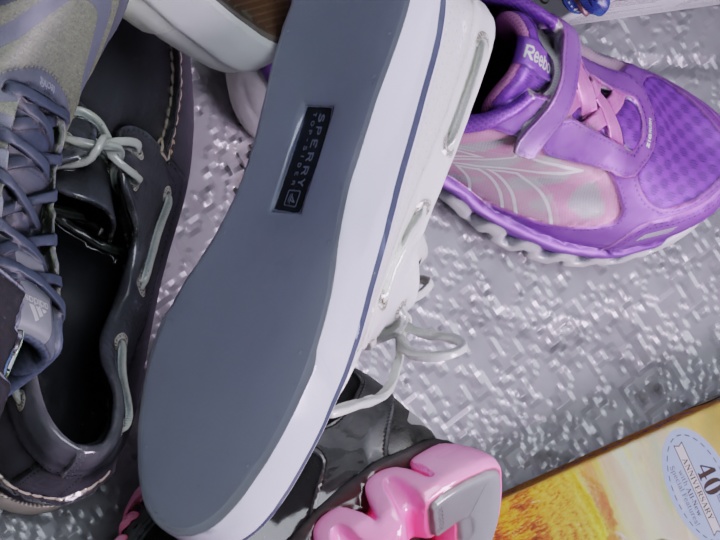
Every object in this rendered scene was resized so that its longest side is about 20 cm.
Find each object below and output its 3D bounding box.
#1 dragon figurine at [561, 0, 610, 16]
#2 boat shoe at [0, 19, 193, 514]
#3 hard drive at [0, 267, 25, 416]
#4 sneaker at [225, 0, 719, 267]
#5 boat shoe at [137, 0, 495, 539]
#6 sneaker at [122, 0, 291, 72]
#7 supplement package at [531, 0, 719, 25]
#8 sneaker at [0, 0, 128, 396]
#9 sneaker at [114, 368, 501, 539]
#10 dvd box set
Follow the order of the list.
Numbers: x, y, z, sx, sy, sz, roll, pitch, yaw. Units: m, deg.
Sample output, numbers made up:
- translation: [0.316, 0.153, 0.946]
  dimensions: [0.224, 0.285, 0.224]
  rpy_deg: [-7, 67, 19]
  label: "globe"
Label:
- translation: [0.019, -0.167, 1.004]
  dimensions: [0.200, 0.099, 0.059]
  rpy_deg: [49, 61, -4]
  label: "dragon figurine"
- translation: [-0.084, -0.021, 0.934]
  dimensions: [0.073, 0.063, 0.200]
  rpy_deg: [17, 69, -22]
  label: "boat shoe"
- translation: [-0.183, 0.083, 0.791]
  dimensions: [0.038, 0.140, 0.200]
  rpy_deg: [47, 56, -50]
  label: "hard drive"
- translation: [0.056, -0.059, 1.007]
  dimensions: [0.200, 0.088, 0.081]
  rpy_deg: [16, 69, -26]
  label: "sneaker"
- translation: [-0.003, -0.001, 0.918]
  dimensions: [0.086, 0.075, 0.202]
  rpy_deg: [26, 77, -45]
  label: "boat shoe"
- translation: [-0.113, -0.124, 0.931]
  dimensions: [0.200, 0.085, 0.073]
  rpy_deg: [41, 31, -7]
  label: "sneaker"
- translation: [0.157, -0.192, 1.028]
  dimensions: [0.151, 0.200, 0.152]
  rpy_deg: [-11, 84, -30]
  label: "supplement package"
- translation: [-0.115, -0.012, 0.868]
  dimensions: [0.074, 0.081, 0.200]
  rpy_deg: [20, 97, -56]
  label: "sneaker"
- translation: [-0.054, 0.099, 0.930]
  dimensions: [0.200, 0.079, 0.095]
  rpy_deg: [-31, 59, -21]
  label: "sneaker"
- translation: [0.106, 0.134, 1.022]
  dimensions: [0.200, 0.029, 0.146]
  rpy_deg: [-20, 88, -30]
  label: "dvd box set"
